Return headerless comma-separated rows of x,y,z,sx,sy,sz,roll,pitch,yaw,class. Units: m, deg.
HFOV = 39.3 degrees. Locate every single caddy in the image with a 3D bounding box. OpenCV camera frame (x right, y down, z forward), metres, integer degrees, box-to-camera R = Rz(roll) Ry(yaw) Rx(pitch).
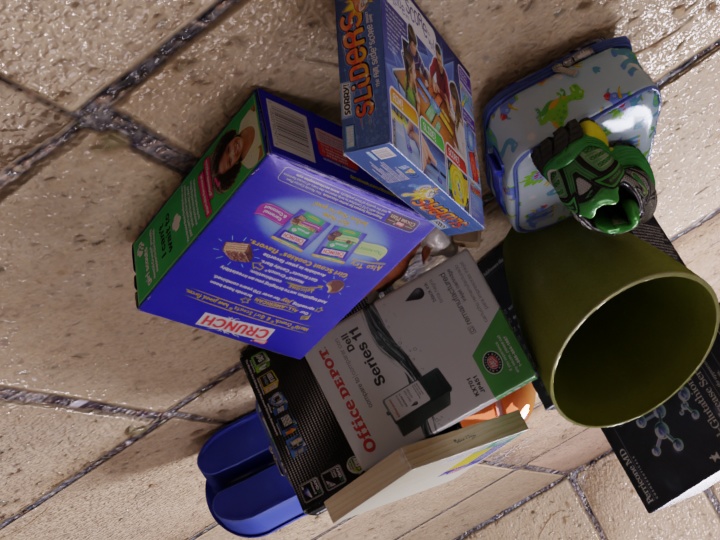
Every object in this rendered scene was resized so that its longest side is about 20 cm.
-0.120,0.265,1.338,0.198,0.143,0.105,-26,152,0,caddy

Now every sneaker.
0.214,-0.062,0.881,0.078,0.086,0.199,-34,157,26,sneaker

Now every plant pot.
0.231,0.022,1.036,0.184,0.201,0.189,-12,129,-15,plant pot

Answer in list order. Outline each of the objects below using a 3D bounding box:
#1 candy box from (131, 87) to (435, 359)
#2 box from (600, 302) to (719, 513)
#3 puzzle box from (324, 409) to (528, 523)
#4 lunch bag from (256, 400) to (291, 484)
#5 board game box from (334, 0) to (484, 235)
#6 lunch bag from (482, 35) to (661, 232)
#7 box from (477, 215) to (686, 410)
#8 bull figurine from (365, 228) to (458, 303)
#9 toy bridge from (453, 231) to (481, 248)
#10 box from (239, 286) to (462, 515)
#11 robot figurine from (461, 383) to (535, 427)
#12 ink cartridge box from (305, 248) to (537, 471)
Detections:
-0.065,-0.028,0.819,0.168,0.078,0.200,20,130,-34,candy box
0.373,0.148,1.106,0.106,0.150,0.200,-6,149,-40,box
0.071,0.202,1.045,0.198,0.026,0.133,-6,151,-47,puzzle box
-0.019,0.160,1.188,0.199,0.162,0.082,-34,152,12,lunch bag
0.040,-0.117,0.725,0.034,0.138,0.200,-10,162,22,board game box
0.192,-0.120,0.946,0.159,0.083,0.200,-27,157,0,lunch bag
0.269,0.026,1.182,0.123,0.198,0.200,2,144,-49,box
0.000,0.000,1.013,0.197,0.066,0.122,-18,158,-18,bull figurine
0.088,-0.086,0.926,0.027,0.068,0.200,4,161,17,toy bridge
-0.012,0.135,1.108,0.191,0.202,0.047,-29,159,9,box
0.132,0.152,1.257,0.197,0.117,0.145,-12,125,6,robot figurine
0.059,0.092,1.021,0.198,0.148,0.083,-30,170,6,ink cartridge box
